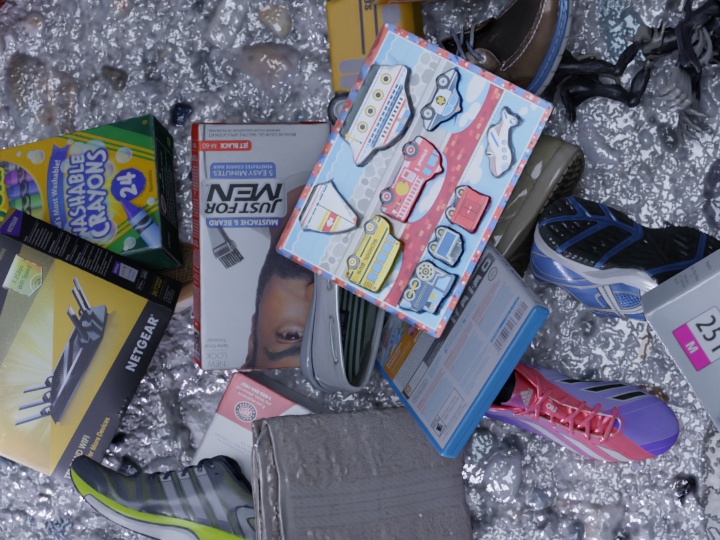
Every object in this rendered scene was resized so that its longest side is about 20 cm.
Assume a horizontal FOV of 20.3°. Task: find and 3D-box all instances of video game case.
[{"bbox_3d":[0.060,0.031,1.585,0.143,0.018,0.200,-59,40,20],"label":"video game case"}]

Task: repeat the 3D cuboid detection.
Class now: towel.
[{"bbox_3d":[0.004,0.175,1.604,0.034,0.199,0.133,-7,88,58],"label":"towel"}]

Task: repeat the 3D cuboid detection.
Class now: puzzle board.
[{"bbox_3d":[0.039,-0.071,1.549,0.150,0.017,0.201,28,96,12],"label":"puzzle board"}]

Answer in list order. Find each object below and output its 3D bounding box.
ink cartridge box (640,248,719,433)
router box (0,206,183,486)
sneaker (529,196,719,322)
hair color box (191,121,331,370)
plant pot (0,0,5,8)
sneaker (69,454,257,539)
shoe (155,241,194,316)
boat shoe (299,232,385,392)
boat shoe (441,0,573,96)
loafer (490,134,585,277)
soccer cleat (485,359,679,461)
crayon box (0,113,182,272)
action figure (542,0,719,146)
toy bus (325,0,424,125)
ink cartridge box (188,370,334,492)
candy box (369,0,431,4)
[{"bbox_3d":[0.340,0.061,1.546,0.173,0.044,0.200,-32,106,11],"label":"ink cartridge box"},{"bbox_3d":[-0.257,0.067,1.662,0.157,0.052,0.200,24,117,-7],"label":"router box"},{"bbox_3d":[0.228,0.005,1.603,0.199,0.077,0.076,24,57,-1],"label":"sneaker"},{"bbox_3d":[-0.081,-0.021,1.648,0.110,0.064,0.201,-2,96,-10],"label":"hair color box"},{"bbox_3d":[-0.347,-0.326,1.682,0.200,0.200,0.183,35,105,12],"label":"plant pot"},{"bbox_3d":[-0.138,0.182,1.618,0.199,0.074,0.081,19,85,6],"label":"sneaker"},{"bbox_3d":[-0.212,0.029,1.716,0.199,0.053,0.070,-18,51,9],"label":"shoe"},{"bbox_3d":[0.000,0.000,1.604,0.067,0.073,0.201,9,97,56],"label":"boat shoe"},{"bbox_3d":[0.097,-0.156,1.581,0.072,0.072,0.200,14,132,-22],"label":"boat shoe"},{"bbox_3d":[0.105,-0.029,1.627,0.068,0.076,0.200,38,100,22],"label":"loafer"},{"bbox_3d":[0.155,0.107,1.609,0.199,0.076,0.067,19,93,13],"label":"soccer cleat"},{"bbox_3d":[-0.256,-0.047,1.704,0.199,0.052,0.126,-13,66,13],"label":"crayon box"},{"bbox_3d":[0.248,-0.156,1.576,0.199,0.119,0.102,-11,67,22],"label":"action figure"},{"bbox_3d":[0.011,-0.199,1.656,0.078,0.065,0.201,-6,87,12],"label":"toy bus"},{"bbox_3d":[-0.090,0.198,1.670,0.116,0.067,0.201,27,93,13],"label":"ink cartridge box"},{"bbox_3d":[0.110,-0.250,1.575,0.199,0.115,0.056,-4,87,-9],"label":"candy box"}]
